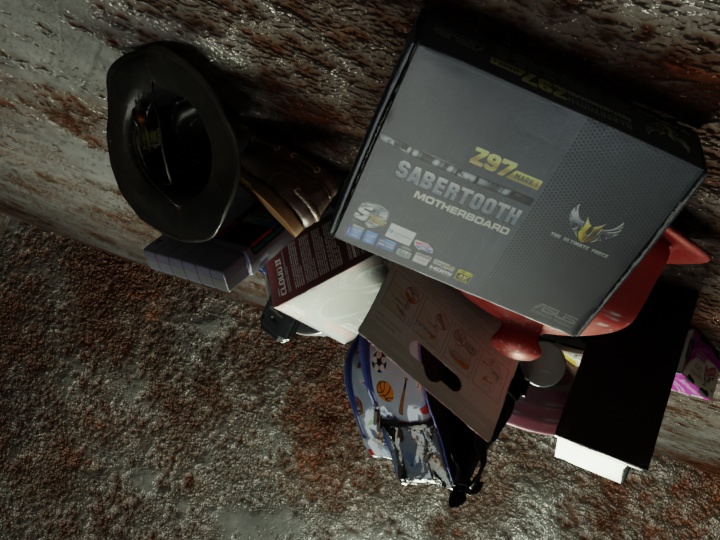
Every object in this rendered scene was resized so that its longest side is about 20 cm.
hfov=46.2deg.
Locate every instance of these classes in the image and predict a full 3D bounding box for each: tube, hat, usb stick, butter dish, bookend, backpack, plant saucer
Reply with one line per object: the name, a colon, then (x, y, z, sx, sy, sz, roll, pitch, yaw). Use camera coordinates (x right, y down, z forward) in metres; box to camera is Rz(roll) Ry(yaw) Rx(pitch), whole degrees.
tube: (0.209, 0.098, 1.025, 0.076, 0.051, 0.200, 22, -176, 4)
hat: (-0.160, -0.124, 0.807, 0.198, 0.205, 0.080, 13, -155, 40)
usb stick: (-0.071, -0.002, 1.058, 0.055, 0.203, 0.033, 32, -159, 16)
butter dish: (0.149, 0.002, 0.710, 0.198, 0.151, 0.198, 25, 170, -30)
bookend: (0.275, 0.144, 0.906, 0.090, 0.202, 0.200, 18, 150, 20)
backpack: (0.074, 0.101, 0.867, 0.151, 0.194, 0.200, 0, -153, 28)
plant saucer: (0.201, 0.138, 1.065, 0.196, 0.052, 0.201, 16, -165, -4)

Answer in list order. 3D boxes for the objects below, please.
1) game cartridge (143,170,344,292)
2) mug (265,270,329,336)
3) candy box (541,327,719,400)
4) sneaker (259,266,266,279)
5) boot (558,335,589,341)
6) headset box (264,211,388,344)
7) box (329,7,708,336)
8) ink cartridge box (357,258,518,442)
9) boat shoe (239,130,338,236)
game cartridge: (-0.119, -0.056, 0.902, 0.128, 0.200, 0.039, 9, 130, 37)
mug: (-0.002, 0.008, 1.152, 0.197, 0.151, 0.174, -20, 166, 28)
candy box: (0.351, 0.103, 1.104, 0.197, 0.062, 0.136, 13, 168, 42)
sneaker: (-0.123, -0.023, 1.303, 0.195, 0.080, 0.075, 10, -172, -6)
boot: (0.180, 0.029, 1.005, 0.156, 0.081, 0.210, 13, 168, 38)
headset box: (0.000, 0.000, 0.937, 0.197, 0.079, 0.148, -28, 148, 20)
box: (0.095, -0.055, 0.553, 0.196, 0.052, 0.159, 22, 130, -7)
ink cartridge box: (0.081, 0.033, 0.774, 0.162, 0.202, 0.050, 40, 144, -16)
boat shoe: (-0.092, -0.105, 0.862, 0.199, 0.070, 0.071, 40, 173, 41)
